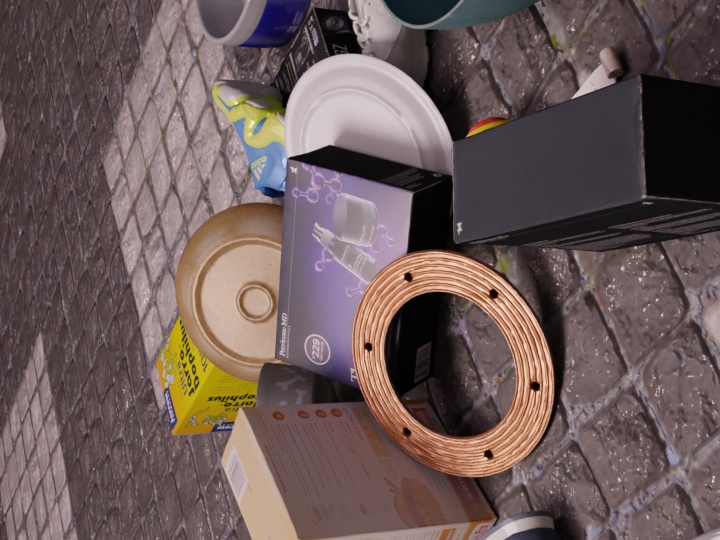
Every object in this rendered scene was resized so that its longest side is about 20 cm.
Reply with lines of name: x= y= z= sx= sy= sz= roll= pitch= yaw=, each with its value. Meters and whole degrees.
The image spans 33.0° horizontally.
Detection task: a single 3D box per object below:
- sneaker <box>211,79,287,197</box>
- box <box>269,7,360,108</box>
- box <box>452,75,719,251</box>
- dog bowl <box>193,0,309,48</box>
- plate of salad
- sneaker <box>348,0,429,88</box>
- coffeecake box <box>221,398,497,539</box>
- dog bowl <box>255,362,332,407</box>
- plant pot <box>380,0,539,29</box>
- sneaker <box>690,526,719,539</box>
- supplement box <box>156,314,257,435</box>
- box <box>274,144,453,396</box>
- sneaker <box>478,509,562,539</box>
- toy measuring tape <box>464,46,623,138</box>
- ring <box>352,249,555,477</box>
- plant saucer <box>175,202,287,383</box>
sneaker: x=-0.112 y=-0.141 z=1.319 sx=0.200 sy=0.075 sz=0.106 roll=38 pitch=123 yaw=54
box: x=-0.041 y=-0.154 z=1.311 sx=0.160 sy=0.043 sz=0.202 roll=-53 pitch=46 yaw=47
box: x=0.173 y=-0.064 z=0.816 sx=0.199 sy=0.140 sz=0.080 roll=-12 pitch=80 yaw=59
dog bowl: x=-0.128 y=-0.366 z=1.436 sx=0.199 sy=0.078 sz=0.203 roll=-1 pitch=89 yaw=60
plate of salad: x=0.012 y=-0.112 z=1.164 sx=0.199 sy=0.048 sz=0.202 roll=18 pitch=124 yaw=30
sneaker: x=0.023 y=-0.235 z=1.155 sx=0.074 sy=0.086 sz=0.202 roll=37 pitch=123 yaw=52
coffeecake box: x=-0.003 y=0.195 z=1.082 sx=0.154 sy=0.198 sz=0.074 roll=59 pitch=137 yaw=43
dog bowl: x=-0.060 y=0.191 z=1.239 sx=0.200 sy=0.058 sz=0.203 roll=-7 pitch=-90 yaw=-85
plant pot: x=0.110 y=-0.286 z=0.952 sx=0.199 sy=0.133 sz=0.203 roll=0 pitch=90 yaw=60
sneaker: x=0.220 y=0.250 z=0.807 sx=0.200 sy=0.077 sz=0.113 roll=-50 pitch=47 yaw=48
supplement box: x=-0.158 y=0.098 z=1.453 sx=0.201 sy=0.108 sz=0.110 roll=-57 pitch=43 yaw=45
box: x=0.000 y=0.000 z=1.129 sx=0.140 sy=0.079 sz=0.202 roll=17 pitch=114 yaw=32
sneaker: x=0.109 y=0.284 z=1.013 sx=0.201 sy=0.069 sz=0.083 roll=-61 pitch=37 yaw=43
toy measuring tape: x=0.130 y=-0.110 z=0.980 sx=0.200 sy=0.073 sz=0.074 roll=-50 pitch=48 yaw=49
ring: x=0.078 y=0.079 z=1.042 sx=0.199 sy=0.019 sz=0.203 roll=12 pitch=112 yaw=31
plant saucer: x=-0.107 y=0.030 z=1.293 sx=0.035 sy=0.198 sz=0.202 roll=-54 pitch=-26 yaw=-74
